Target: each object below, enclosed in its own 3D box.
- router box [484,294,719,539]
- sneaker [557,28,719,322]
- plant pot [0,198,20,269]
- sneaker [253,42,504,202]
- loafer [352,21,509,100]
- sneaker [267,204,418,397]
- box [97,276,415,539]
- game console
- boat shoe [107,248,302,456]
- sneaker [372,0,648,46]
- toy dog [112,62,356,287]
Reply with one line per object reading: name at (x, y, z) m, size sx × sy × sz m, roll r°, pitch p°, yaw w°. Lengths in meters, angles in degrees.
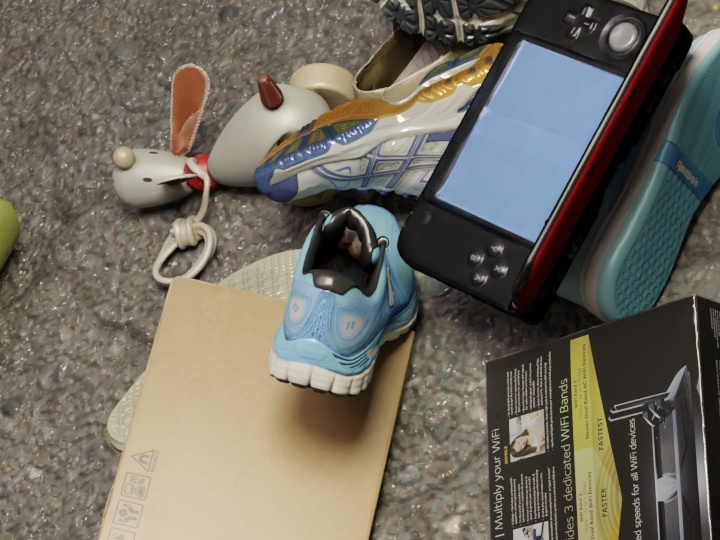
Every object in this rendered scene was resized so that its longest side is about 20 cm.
router box at (0.141, 0.130, 1.205) m, size 0.157 × 0.052 × 0.202 m, roll -20°, pitch 63°, yaw 44°
sneaker at (0.151, -0.072, 1.385) m, size 0.130 × 0.080 × 0.201 m, roll 17°, pitch 69°, yaw 40°
plant pot at (-0.350, 0.002, 1.625) m, size 0.199 × 0.201 × 0.185 m, roll 9°, pitch 54°, yaw 39°
sneaker at (0.028, -0.071, 1.460) m, size 0.198 × 0.089 × 0.075 m, roll -20°, pitch 21°, yaw 19°
loafer at (0.066, -0.166, 1.519) m, size 0.076 × 0.067 × 0.201 m, roll 22°, pitch 74°, yaw 42°
sneaker at (0.000, 0.000, 1.381) m, size 0.078 × 0.091 × 0.200 m, roll 14°, pitch 25°, yaw 3°
box at (-0.063, 0.110, 1.388) m, size 0.162 × 0.021 × 0.201 m, roll 13°, pitch 61°, yaw 2°
game console at (0.101, -0.084, 1.300) m, size 0.172 × 0.119 × 0.201 m, roll 26°, pitch 84°, yaw 39°
boat shoe at (-0.086, 0.062, 1.470) m, size 0.074 × 0.063 × 0.200 m, roll 14°, pitch 53°, yaw 43°
sneaker at (0.091, -0.197, 1.473) m, size 0.198 × 0.078 × 0.087 m, roll 14°, pitch 49°, yaw -9°
toy dog at (-0.098, -0.091, 1.561) m, size 0.199 × 0.096 × 0.133 m, roll -29°, pitch 46°, yaw 15°
